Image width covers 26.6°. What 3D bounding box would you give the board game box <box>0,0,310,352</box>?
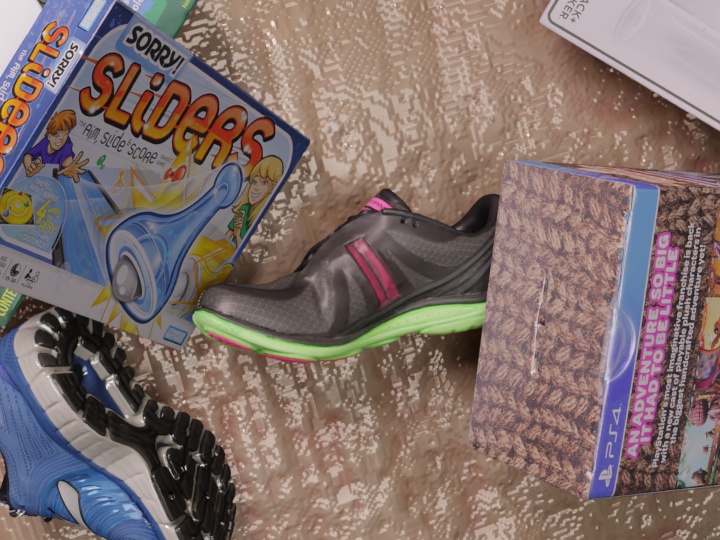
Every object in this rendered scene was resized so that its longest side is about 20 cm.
[{"bbox_3d":[-0.111,-0.043,0.732,0.136,0.034,0.200,-59,154,1],"label":"board game box"}]

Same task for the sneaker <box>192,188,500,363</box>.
[{"bbox_3d":[0.000,0.000,0.823,0.200,0.077,0.084,-12,98,-26],"label":"sneaker"}]

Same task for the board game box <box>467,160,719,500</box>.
[{"bbox_3d":[0.173,0.028,0.830,0.200,0.097,0.160,1,100,-36],"label":"board game box"}]

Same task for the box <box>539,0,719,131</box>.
[{"bbox_3d":[0.211,-0.134,0.802,0.200,0.060,0.117,31,122,3],"label":"box"}]

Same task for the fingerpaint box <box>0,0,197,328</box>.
[{"bbox_3d":[-0.198,-0.100,0.743,0.167,0.073,0.200,31,91,-18],"label":"fingerpaint box"}]

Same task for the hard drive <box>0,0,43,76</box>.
[{"bbox_3d":[-0.247,-0.095,0.680,0.200,0.027,0.132,-33,102,-4],"label":"hard drive"}]

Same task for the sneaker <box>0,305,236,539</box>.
[{"bbox_3d":[-0.138,0.103,0.806,0.089,0.079,0.200,-18,124,25],"label":"sneaker"}]
